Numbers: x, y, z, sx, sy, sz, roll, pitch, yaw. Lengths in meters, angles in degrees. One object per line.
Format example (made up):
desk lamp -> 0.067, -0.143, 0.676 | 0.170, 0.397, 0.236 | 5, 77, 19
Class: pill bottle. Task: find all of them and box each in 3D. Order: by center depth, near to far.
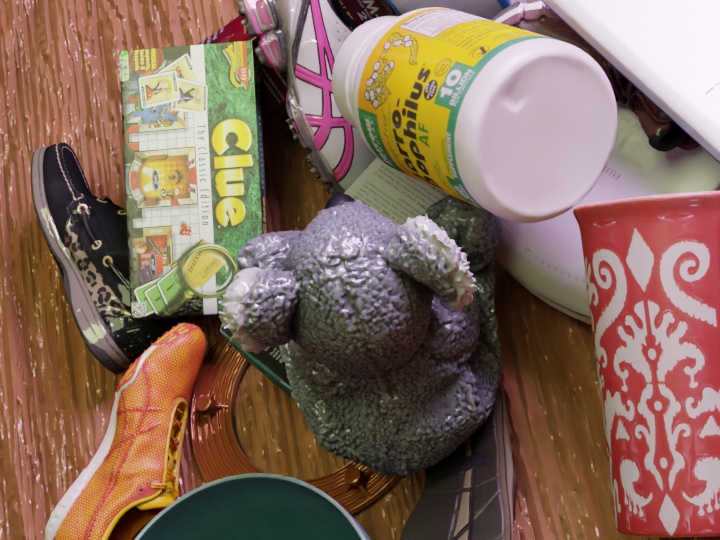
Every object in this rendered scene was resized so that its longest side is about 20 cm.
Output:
pill bottle -> 0.064, -0.107, 1.182 | 0.113, 0.113, 0.200 | -52, 33, -5

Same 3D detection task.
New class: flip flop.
flip flop -> 0.072, 0.155, 1.220 | 0.081, 0.058, 0.200 | -18, 43, 24

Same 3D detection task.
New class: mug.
mug -> 0.203, 0.056, 1.101 | 0.133, 0.178, 0.200 | -3, 88, -5

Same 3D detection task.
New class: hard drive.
hard drive -> 0.225, -0.158, 1.164 | 0.132, 0.025, 0.200 | -41, 64, -4

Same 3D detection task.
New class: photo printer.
photo printer -> 0.181, -0.062, 1.261 | 0.166, 0.069, 0.200 | 37, 85, 36

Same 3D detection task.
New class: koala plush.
koala plush -> 0.007, 0.024, 1.160 | 0.177, 0.200, 0.184 | -12, 71, 5

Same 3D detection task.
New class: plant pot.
plant pot -> -0.051, 0.246, 1.183 | 0.200, 0.135, 0.200 | -12, 61, 22

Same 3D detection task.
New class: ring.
ring -> -0.037, 0.088, 1.329 | 0.200, 0.019, 0.201 | -13, 60, 22

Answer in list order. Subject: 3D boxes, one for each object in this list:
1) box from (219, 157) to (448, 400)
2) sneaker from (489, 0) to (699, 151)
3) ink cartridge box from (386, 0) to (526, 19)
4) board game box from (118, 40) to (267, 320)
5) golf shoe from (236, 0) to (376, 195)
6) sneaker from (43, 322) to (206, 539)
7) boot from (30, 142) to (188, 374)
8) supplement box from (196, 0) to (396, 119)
box -> 0.000, 0.000, 1.314 | 0.082, 0.049, 0.200 | 37, 80, 34
sneaker -> 0.166, -0.126, 1.214 | 0.200, 0.076, 0.116 | -11, 61, 22
ink cartridge box -> 0.072, -0.262, 1.308 | 0.086, 0.146, 0.200 | -8, 60, 26
board game box -> -0.121, -0.066, 1.357 | 0.105, 0.023, 0.200 | -4, 86, 8
golf shoe -> -0.016, -0.135, 1.340 | 0.092, 0.200, 0.073 | -21, 19, 5
sneaker -> -0.153, 0.134, 1.345 | 0.077, 0.073, 0.200 | 22, 84, 21
boot -> -0.162, -0.037, 1.427 | 0.154, 0.073, 0.204 | -28, 62, 10
supplement box -> -0.070, -0.167, 1.423 | 0.200, 0.061, 0.109 | -33, 19, 8
